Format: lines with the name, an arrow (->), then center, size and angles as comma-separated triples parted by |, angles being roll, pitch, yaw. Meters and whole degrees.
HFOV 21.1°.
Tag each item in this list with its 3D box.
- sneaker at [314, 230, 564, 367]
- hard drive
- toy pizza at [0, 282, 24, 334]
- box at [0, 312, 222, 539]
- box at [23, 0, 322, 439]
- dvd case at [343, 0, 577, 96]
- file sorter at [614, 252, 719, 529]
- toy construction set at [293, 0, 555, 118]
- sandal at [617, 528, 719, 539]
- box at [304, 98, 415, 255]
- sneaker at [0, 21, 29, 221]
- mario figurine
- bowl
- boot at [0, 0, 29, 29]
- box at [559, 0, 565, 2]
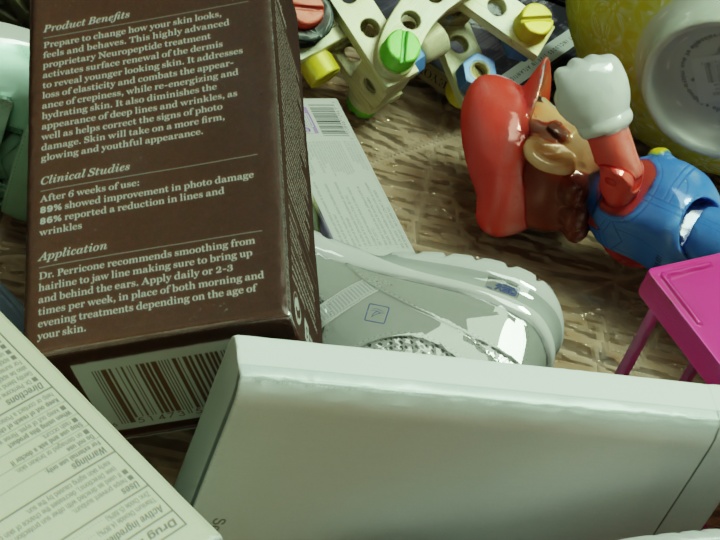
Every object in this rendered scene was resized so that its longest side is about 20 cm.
sneaker -> -0.023, 0.030, 0.764 | 0.199, 0.075, 0.082 | 2, 41, 15
hard drive -> 0.033, 0.084, 0.719 | 0.199, 0.132, 0.027 | 7, 44, -18
toy pizza -> -0.207, 0.055, 0.719 | 0.199, 0.032, 0.201 | 11, 45, -11
box -> -0.150, 0.065, 0.652 | 0.095, 0.078, 0.200 | -28, 63, -39
box -> -0.072, -0.039, 0.744 | 0.099, 0.075, 0.201 | -9, 57, 6
dvd case -> 0.036, -0.161, 1.085 | 0.200, 0.016, 0.149 | 35, 40, 16
file sorter -> 0.210, 0.074, 0.817 | 0.199, 0.126, 0.139 | -11, 51, -32
toy construction set -> -0.007, -0.160, 0.981 | 0.131, 0.092, 0.200 | -30, 68, -22
sandal -> 0.071, 0.145, 0.695 | 0.205, 0.080, 0.059 | -5, 34, -2
box -> 0.000, 0.000, 0.871 | 0.041, 0.039, 0.201 | -4, 46, -26
sneaker -> -0.133, -0.041, 0.828 | 0.199, 0.074, 0.119 | 2, 44, -22
mario figurine -> 0.141, -0.048, 0.924 | 0.199, 0.124, 0.106 | 29, 39, 14
bowl -> 0.189, -0.117, 0.964 | 0.199, 0.201, 0.108 | 24, 41, 2
boot -> -0.129, -0.164, 0.976 | 0.174, 0.066, 0.200 | 21, 39, -2
box -> 0.089, -0.252, 1.071 | 0.199, 0.164, 0.086 | 17, 39, -5
